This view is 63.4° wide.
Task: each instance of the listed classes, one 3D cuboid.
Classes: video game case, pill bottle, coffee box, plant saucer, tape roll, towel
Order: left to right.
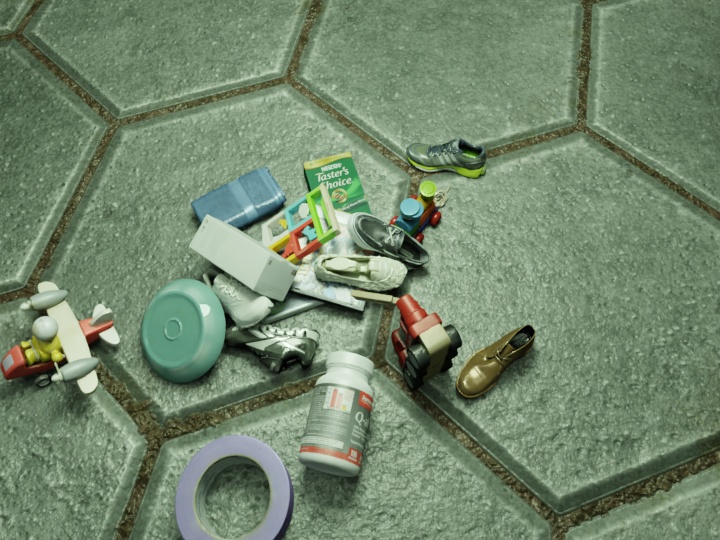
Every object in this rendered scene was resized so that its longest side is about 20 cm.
[{"bbox_3d":[-0.358,0.116,1.141,0.195,0.036,0.206,-3,81,17],"label":"plant saucer"},{"bbox_3d":[-0.216,0.400,1.021,0.194,0.085,0.205,1,64,-1],"label":"tape roll"},{"bbox_3d":[-0.272,-0.150,1.315,0.197,0.049,0.113,-28,67,-15],"label":"towel"},{"bbox_3d":[-0.165,0.009,1.251,0.196,0.023,0.185,-19,66,-10],"label":"video game case"},{"bbox_3d":[-0.053,-0.030,1.233,0.176,0.026,0.204,15,71,2],"label":"video game case"},{"bbox_3d":[-0.052,-0.169,1.329,0.120,0.044,0.204,-13,65,-7],"label":"coffee box"},{"bbox_3d":[-0.038,0.262,1.074,0.113,0.117,0.204,11,64,5],"label":"pill bottle"}]

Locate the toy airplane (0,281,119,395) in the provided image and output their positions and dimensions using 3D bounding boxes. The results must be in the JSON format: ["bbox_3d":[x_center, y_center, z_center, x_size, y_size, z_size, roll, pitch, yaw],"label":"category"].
[{"bbox_3d":[-0.569,0.126,1.120,0.195,0.142,0.203,11,63,5],"label":"toy airplane"}]

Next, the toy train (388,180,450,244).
[{"bbox_3d":[0.147,-0.157,1.286,0.084,0.116,0.201,35,68,15],"label":"toy train"}]

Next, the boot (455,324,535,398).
[{"bbox_3d":[0.267,0.172,1.148,0.198,0.076,0.074,-36,71,-16],"label":"boot"}]

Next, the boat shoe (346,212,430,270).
[{"bbox_3d":[0.062,-0.062,1.207,0.198,0.067,0.073,33,66,-27],"label":"boat shoe"}]

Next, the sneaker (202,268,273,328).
[{"bbox_3d":[-0.250,0.052,1.150,0.197,0.088,0.075,13,49,40],"label":"sneaker"}]

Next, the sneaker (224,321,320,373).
[{"bbox_3d":[-0.180,0.156,1.152,0.194,0.067,0.092,4,61,-1],"label":"sneaker"}]

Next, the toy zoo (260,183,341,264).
[{"bbox_3d":[-0.139,-0.079,1.226,0.198,0.020,0.133,-32,53,16],"label":"toy zoo"}]

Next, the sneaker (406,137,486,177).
[{"bbox_3d":[0.205,-0.278,1.367,0.194,0.081,0.076,6,62,2],"label":"sneaker"}]

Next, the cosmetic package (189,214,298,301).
[{"bbox_3d":[-0.233,-0.026,1.170,0.198,0.112,0.082,31,91,32],"label":"cosmetic package"}]

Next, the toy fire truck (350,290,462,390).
[{"bbox_3d":[0.081,0.111,1.118,0.127,0.177,0.202,-26,66,-13],"label":"toy fire truck"}]

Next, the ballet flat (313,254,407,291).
[{"bbox_3d":[0.000,0.000,1.179,0.194,0.072,0.073,3,63,-2],"label":"ballet flat"}]
